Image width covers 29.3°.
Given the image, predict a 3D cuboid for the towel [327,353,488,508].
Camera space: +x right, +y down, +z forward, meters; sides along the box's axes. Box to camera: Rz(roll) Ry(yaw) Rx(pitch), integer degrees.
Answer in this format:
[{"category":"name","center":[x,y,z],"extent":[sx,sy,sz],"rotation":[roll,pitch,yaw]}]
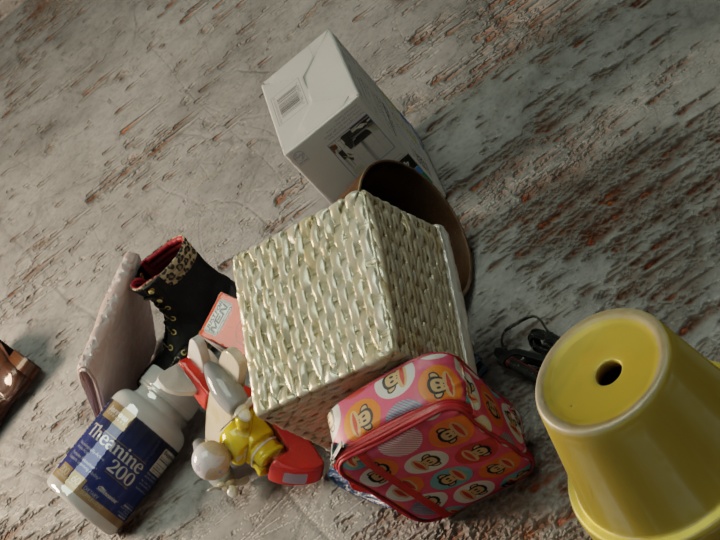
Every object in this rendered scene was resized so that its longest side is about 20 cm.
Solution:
[{"category":"towel","center":[0.051,0.161,1.513],"extent":[0.111,0.049,0.201],"rotation":[11,62,50]}]

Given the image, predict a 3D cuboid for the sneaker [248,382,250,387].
[{"category":"sneaker","center":[-0.132,0.127,1.717],"extent":[0.199,0.075,0.116],"rotation":[11,63,49]}]

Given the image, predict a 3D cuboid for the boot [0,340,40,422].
[{"category":"boot","center":[-0.597,0.204,2.129],"extent":[0.186,0.064,0.201],"rotation":[18,71,55]}]

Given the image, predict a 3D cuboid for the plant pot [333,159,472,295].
[{"category":"plant pot","center":[0.000,0.000,1.647],"extent":[0.199,0.186,0.188],"rotation":[-34,33,35]}]

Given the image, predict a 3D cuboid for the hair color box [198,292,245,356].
[{"category":"hair color box","center":[-0.080,0.100,1.600],"extent":[0.198,0.102,0.062],"rotation":[21,77,28]}]

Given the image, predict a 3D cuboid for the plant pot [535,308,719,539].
[{"category":"plant pot","center":[0.253,0.140,1.202],"extent":[0.199,0.189,0.202],"rotation":[-26,38,22]}]

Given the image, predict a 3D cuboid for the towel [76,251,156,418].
[{"category":"towel","center":[-0.324,0.110,1.843],"extent":[0.032,0.192,0.202],"rotation":[7,49,8]}]

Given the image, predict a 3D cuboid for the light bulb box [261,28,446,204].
[{"category":"light bulb box","center":[-0.010,-0.171,1.798],"extent":[0.124,0.200,0.199],"rotation":[-36,34,12]}]

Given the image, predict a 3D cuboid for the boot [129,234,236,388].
[{"category":"boot","center":[-0.255,0.062,1.839],"extent":[0.200,0.151,0.073],"rotation":[-44,36,-4]}]

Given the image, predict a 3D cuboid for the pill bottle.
[{"category":"pill bottle","center":[-0.294,0.223,1.743],"extent":[0.201,0.111,0.110],"rotation":[-52,35,-13]}]

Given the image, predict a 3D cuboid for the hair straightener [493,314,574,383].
[{"category":"hair straightener","center":[0.210,0.094,1.439],"extent":[0.077,0.041,0.199],"rotation":[-50,30,-10]}]

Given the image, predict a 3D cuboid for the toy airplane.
[{"category":"toy airplane","center":[-0.155,0.174,1.574],"extent":[0.197,0.201,0.142],"rotation":[-5,36,43]}]

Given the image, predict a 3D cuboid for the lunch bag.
[{"category":"lunch bag","center":[0.059,0.172,1.353],"extent":[0.175,0.200,0.083],"rotation":[-29,51,20]}]

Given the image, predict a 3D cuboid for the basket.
[{"category":"basket","center":[-0.009,0.057,1.414],"extent":[0.197,0.160,0.203],"rotation":[-26,60,28]}]
